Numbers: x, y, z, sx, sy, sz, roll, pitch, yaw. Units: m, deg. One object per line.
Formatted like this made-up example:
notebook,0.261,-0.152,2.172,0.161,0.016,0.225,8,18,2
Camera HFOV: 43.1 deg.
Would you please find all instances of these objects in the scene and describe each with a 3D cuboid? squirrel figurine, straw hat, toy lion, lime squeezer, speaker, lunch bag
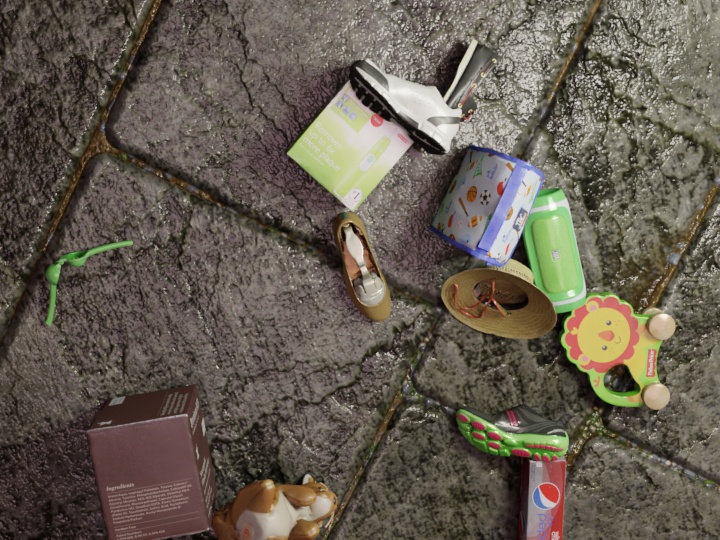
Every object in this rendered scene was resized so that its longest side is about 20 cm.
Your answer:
squirrel figurine,-0.141,0.412,1.543,0.199,0.186,0.142,-23,84,35
straw hat,0.241,0.026,1.534,0.200,0.201,0.085,32,56,-9
toy lion,0.445,0.139,1.600,0.190,0.069,0.201,1,99,2
lime squeezer,-0.470,0.001,1.500,0.200,0.038,0.071,-44,100,2
speaker,0.325,-0.033,1.545,0.088,0.088,0.201,-15,100,-3
lunch bag,0.209,-0.103,1.464,0.123,0.200,0.171,23,95,-8

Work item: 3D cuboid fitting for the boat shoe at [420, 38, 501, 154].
boat shoe,0.163,-0.277,1.495,0.063,0.074,0.202,29,92,-2

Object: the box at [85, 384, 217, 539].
box,-0.338,0.317,1.497,0.163,0.166,0.201,-9,100,-3

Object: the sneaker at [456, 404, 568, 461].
sneaker,0.265,0.278,1.601,0.199,0.084,0.077,14,131,7

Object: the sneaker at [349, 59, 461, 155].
sneaker,0.070,-0.266,1.415,0.200,0.074,0.080,36,78,-15

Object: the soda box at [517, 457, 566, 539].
soda box,0.323,0.424,1.628,0.070,0.063,0.201,0,100,-5

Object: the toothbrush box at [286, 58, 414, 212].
toothbrush box,-0.004,-0.219,1.484,0.146,0.086,0.200,41,92,-10

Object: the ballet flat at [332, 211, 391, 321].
ballet flat,0.000,0.000,1.530,0.068,0.063,0.201,-23,101,-1
